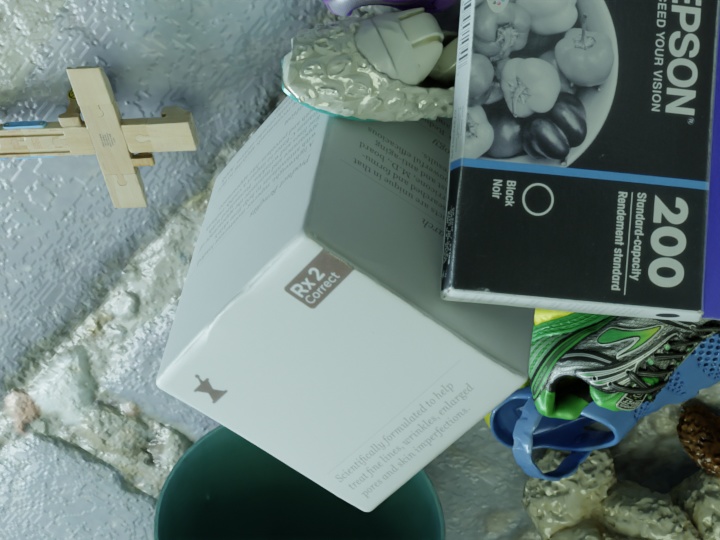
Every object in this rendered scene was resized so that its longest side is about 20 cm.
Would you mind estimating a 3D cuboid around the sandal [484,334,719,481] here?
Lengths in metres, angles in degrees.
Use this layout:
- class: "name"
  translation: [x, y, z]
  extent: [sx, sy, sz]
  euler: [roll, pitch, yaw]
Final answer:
- class: "sandal"
  translation: [0.173, 0.086, 1.348]
  extent: [0.199, 0.087, 0.080]
  euler: [-29, 117, 21]

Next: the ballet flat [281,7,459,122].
- class: "ballet flat"
  translation: [0.046, -0.126, 1.180]
  extent: [0.198, 0.072, 0.072]
  euler: [2, 133, -35]

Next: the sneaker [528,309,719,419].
- class: "sneaker"
  translation: [0.188, 0.045, 1.261]
  extent: [0.078, 0.086, 0.199]
  euler: [19, 150, -36]

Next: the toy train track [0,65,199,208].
- class: "toy train track"
  translation: [-0.199, -0.093, 1.287]
  extent: [0.198, 0.033, 0.115]
  euler: [-1, 133, 13]

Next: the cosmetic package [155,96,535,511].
- class: "cosmetic package"
  translation: [0.000, 0.000, 1.218]
  extent: [0.164, 0.201, 0.165]
  euler: [32, 130, -18]

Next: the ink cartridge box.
- class: "ink cartridge box"
  translation: [0.149, -0.075, 1.115]
  extent: [0.198, 0.043, 0.201]
  euler: [5, 86, -9]

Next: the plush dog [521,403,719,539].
- class: "plush dog"
  translation: [0.232, 0.197, 1.401]
  extent: [0.171, 0.161, 0.201]
  euler: [-31, 120, -2]

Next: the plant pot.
- class: "plant pot"
  translation: [-0.046, 0.224, 1.409]
  extent: [0.198, 0.202, 0.162]
  euler: [6, 140, 0]

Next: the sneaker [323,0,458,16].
- class: "sneaker"
  translation: [0.050, -0.195, 1.164]
  extent: [0.198, 0.081, 0.089]
  euler: [-7, 132, 16]
